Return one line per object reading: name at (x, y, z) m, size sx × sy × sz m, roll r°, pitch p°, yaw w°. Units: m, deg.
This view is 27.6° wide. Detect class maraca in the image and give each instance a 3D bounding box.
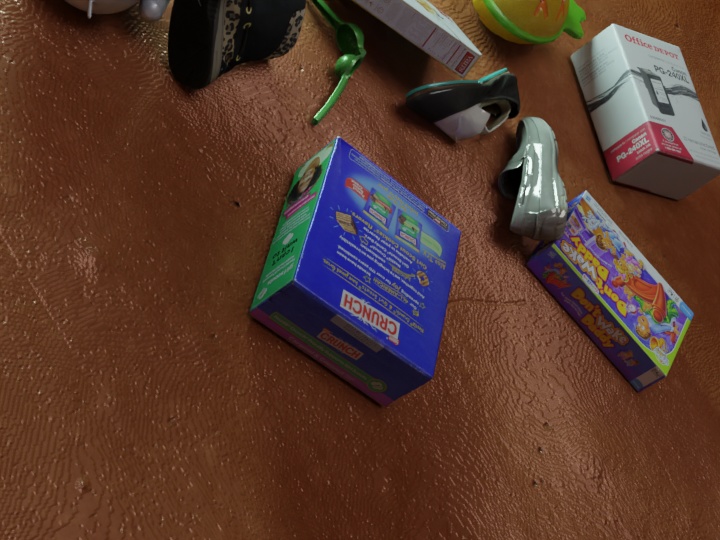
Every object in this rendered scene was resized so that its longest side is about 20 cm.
maraca at (0.214, -0.344, 1.835) m, size 0.199 × 0.107 × 0.138 m, roll -5°, pitch 73°, yaw -46°

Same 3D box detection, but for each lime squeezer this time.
lime squeezer at (-0.025, -0.236, 1.580) m, size 0.070 × 0.038 × 0.202 m, roll 18°, pitch 52°, yaw -35°

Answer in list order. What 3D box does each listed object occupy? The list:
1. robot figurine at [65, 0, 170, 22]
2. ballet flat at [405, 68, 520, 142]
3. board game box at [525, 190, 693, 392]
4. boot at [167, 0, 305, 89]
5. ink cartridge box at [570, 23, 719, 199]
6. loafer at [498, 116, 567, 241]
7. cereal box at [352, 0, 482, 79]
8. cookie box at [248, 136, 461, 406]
robot figurine at (-0.230, -0.317, 1.378) m, size 0.170 × 0.112 × 0.201 m, roll 52°, pitch 37°, yaw -23°
ballet flat at (0.128, -0.188, 1.674) m, size 0.199 × 0.068 × 0.069 m, roll -20°, pitch 90°, yaw -49°
board game box at (0.291, 0.023, 1.694) m, size 0.200 × 0.045 × 0.135 m, roll 48°, pitch 40°, yaw -7°
boot at (-0.112, -0.287, 1.430) m, size 0.073 × 0.205 × 0.153 m, roll 26°, pitch 28°, yaw 24°
ink cartridge box at (0.373, -0.207, 1.909) m, size 0.144 × 0.083 × 0.202 m, roll 10°, pitch 56°, yaw -40°
loafer at (0.192, -0.110, 1.675) m, size 0.069 × 0.070 × 0.201 m, roll 2°, pitch 38°, yaw -3°
cereal box at (0.036, -0.302, 1.641) m, size 0.199 × 0.040 × 0.144 m, roll 31°, pitch 17°, yaw -24°
cookie box at (0.000, 0.000, 1.403) m, size 0.171 × 0.075 × 0.201 m, roll 36°, pitch 42°, yaw -20°
